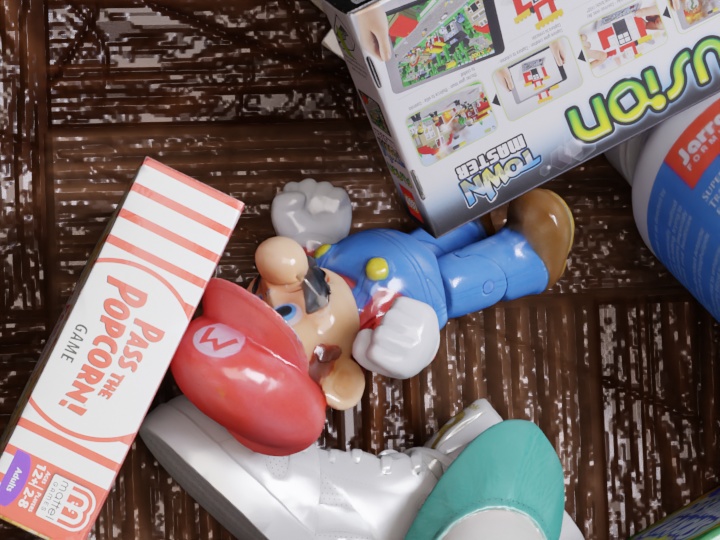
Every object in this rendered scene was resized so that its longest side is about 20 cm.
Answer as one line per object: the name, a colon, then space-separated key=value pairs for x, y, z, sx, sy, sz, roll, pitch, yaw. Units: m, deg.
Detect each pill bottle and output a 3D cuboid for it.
pill bottle: x=0.187 y=-0.024 z=1.215 sx=0.112 sy=0.200 sz=0.112 roll=-17 pitch=130 yaw=-22

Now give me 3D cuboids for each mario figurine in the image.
mario figurine: x=0.000 y=0.000 z=1.198 sx=0.200 sy=0.123 sz=0.106 roll=-29 pitch=87 yaw=-39

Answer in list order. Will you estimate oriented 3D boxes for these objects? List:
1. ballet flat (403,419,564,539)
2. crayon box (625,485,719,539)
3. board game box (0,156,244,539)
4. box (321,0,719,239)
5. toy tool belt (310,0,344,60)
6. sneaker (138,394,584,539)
ballet flat: x=0.036 y=0.157 z=1.187 sx=0.067 sy=0.070 sz=0.200 roll=34 pitch=84 yaw=-17
crayon box: x=0.191 y=0.113 z=1.242 sx=0.200 sy=0.126 sz=0.052 roll=-28 pitch=90 yaw=-10
board game box: x=-0.109 y=0.039 z=1.167 sx=0.046 sy=0.200 sz=0.152 roll=26 pitch=83 yaw=-5
box: x=0.094 y=-0.107 z=1.172 sx=0.200 sy=0.035 sz=0.110 roll=-27 pitch=117 yaw=-11
toy tool belt: x=-0.005 y=-0.156 z=1.234 sx=0.200 sy=0.125 sz=0.123 roll=36 pitch=86 yaw=10
sneaker: x=0.006 y=0.092 z=1.249 sx=0.200 sy=0.074 sz=0.116 roll=39 pitch=80 yaw=-13
